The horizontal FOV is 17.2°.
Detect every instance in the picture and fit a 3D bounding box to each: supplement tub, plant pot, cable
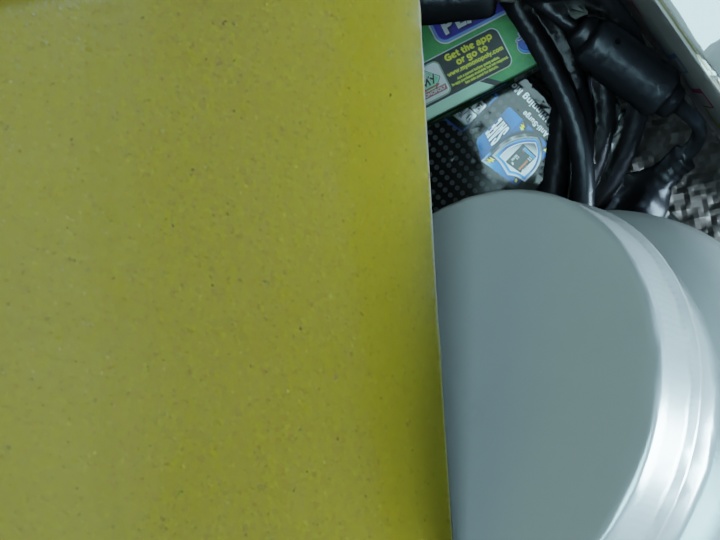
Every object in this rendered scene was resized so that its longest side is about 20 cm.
[{"bbox_3d":[0.094,0.064,0.704,0.140,0.200,0.141,-17,63,38],"label":"supplement tub"},{"bbox_3d":[-0.110,0.018,0.636,0.200,0.176,0.200,-10,81,49],"label":"plant pot"},{"bbox_3d":[0.000,-0.027,0.747,0.200,0.051,0.163,-42,110,11],"label":"cable"}]

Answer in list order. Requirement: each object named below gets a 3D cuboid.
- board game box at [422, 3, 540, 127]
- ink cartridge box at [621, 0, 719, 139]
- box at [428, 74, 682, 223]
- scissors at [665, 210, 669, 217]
[{"bbox_3d":[-0.044,-0.089,0.787,0.200,0.029,0.135,-27,88,4],"label":"board game box"},{"bbox_3d":[0.152,-0.098,0.731,0.128,0.200,0.125,-36,90,6],"label":"ink cartridge box"},{"bbox_3d":[-0.015,-0.007,0.829,0.193,0.048,0.200,-45,89,5],"label":"box"},{"bbox_3d":[0.000,0.000,0.798,0.200,0.014,0.073,-28,88,9],"label":"scissors"}]
